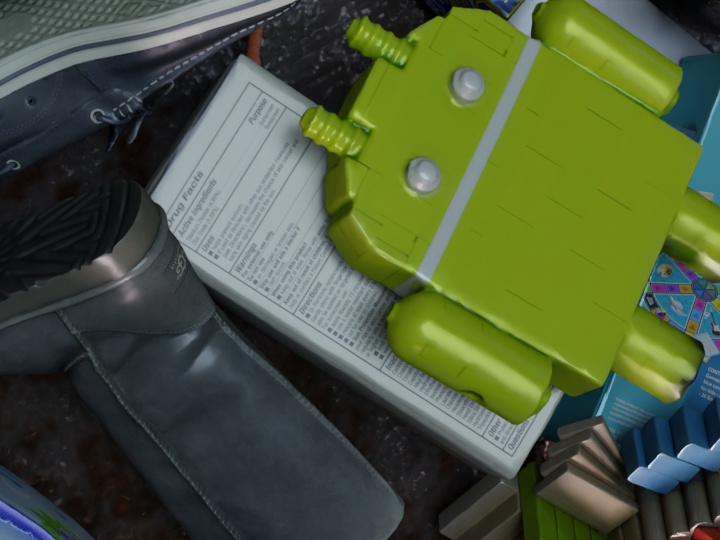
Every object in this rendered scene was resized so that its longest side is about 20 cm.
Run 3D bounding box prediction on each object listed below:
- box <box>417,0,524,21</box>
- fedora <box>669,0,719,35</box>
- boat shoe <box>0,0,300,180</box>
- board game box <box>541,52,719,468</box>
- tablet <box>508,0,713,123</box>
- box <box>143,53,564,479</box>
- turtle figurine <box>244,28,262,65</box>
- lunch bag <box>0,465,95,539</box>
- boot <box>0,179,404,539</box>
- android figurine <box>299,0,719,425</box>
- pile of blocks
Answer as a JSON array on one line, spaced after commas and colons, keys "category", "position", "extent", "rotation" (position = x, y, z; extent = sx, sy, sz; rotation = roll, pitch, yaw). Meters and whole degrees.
[{"category": "box", "position": [0.100, -0.200, 0.821], "extent": [0.064, 0.070, 0.200], "rotation": [42, 79, -2]}, {"category": "fedora", "position": [0.187, -0.163, 0.788], "extent": [0.091, 0.201, 0.202], "rotation": [-11, 95, -13]}, {"category": "boat shoe", "position": [-0.108, -0.089, 0.743], "extent": [0.199, 0.075, 0.062], "rotation": [-23, 130, 7]}, {"category": "board game box", "position": [0.193, 0.017, 0.865], "extent": [0.150, 0.047, 0.201], "rotation": [24, 85, -21]}, {"category": "tablet", "position": [0.090, -0.047, 0.856], "extent": [0.130, 0.014, 0.201], "rotation": [35, 82, -15]}, {"category": "box", "position": [0.000, 0.000, 0.783], "extent": [0.200, 0.078, 0.095], "rotation": [35, 83, -8]}, {"category": "turtle figurine", "position": [-0.087, -0.192, 0.770], "extent": [0.160, 0.064, 0.201], "rotation": [7, 89, -17]}, {"category": "lunch bag", "position": [-0.145, 0.148, 0.705], "extent": [0.199, 0.170, 0.128], "rotation": [29, 83, -18]}, {"category": "boot", "position": [-0.101, 0.063, 0.765], "extent": [0.200, 0.181, 0.073], "rotation": [52, 38, -37]}, {"category": "android figurine", "position": [0.068, -0.032, 0.743], "extent": [0.199, 0.041, 0.183], "rotation": [33, 69, -11]}, {"category": "pile of blocks", "position": [0.131, 0.110, 0.793], "extent": [0.199, 0.062, 0.082], "rotation": [-21, 129, 17]}]
